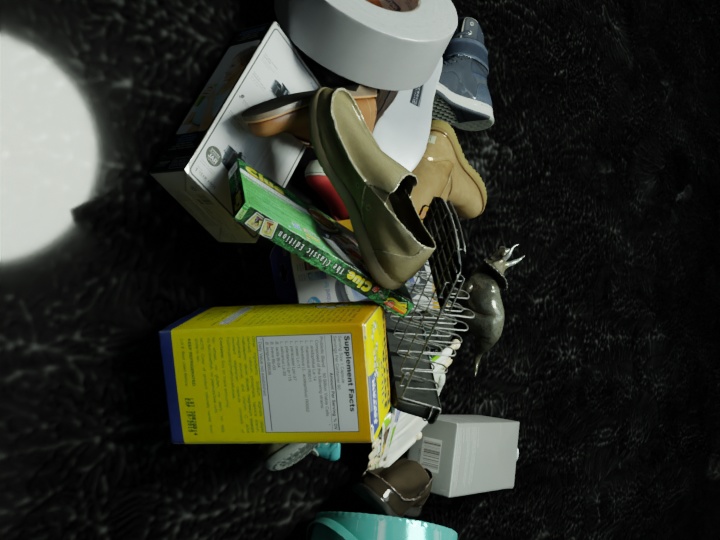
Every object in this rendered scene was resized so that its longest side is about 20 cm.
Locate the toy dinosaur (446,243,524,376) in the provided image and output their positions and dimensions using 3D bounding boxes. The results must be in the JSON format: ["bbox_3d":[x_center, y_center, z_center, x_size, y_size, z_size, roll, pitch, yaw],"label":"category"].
[{"bbox_3d":[0.179,0.059,1.137,0.076,0.101,0.204,9,84,-50],"label":"toy dinosaur"}]

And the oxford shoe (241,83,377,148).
[{"bbox_3d":[-0.042,-0.152,0.785,0.199,0.070,0.073,-22,113,-50],"label":"oxford shoe"}]

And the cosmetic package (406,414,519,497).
[{"bbox_3d":[0.158,0.273,1.137,0.199,0.089,0.109,17,79,-53],"label":"cosmetic package"}]

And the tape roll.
[{"bbox_3d":[0.007,-0.291,0.838,0.197,0.067,0.203,16,45,-17],"label":"tape roll"}]

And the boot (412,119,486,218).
[{"bbox_3d":[0.086,-0.063,0.968,0.176,0.065,0.202,51,52,-39],"label":"boot"}]

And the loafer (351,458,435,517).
[{"bbox_3d":[0.047,0.273,0.977,0.072,0.072,0.200,-56,159,-3],"label":"loafer"}]

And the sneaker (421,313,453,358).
[{"bbox_3d":[0.084,0.117,1.042,0.199,0.078,0.077,-31,115,-47],"label":"sneaker"}]

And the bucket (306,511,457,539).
[{"bbox_3d":[0.021,0.366,0.883,0.206,0.204,0.137,35,54,-46],"label":"bucket"}]

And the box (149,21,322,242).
[{"bbox_3d":[-0.118,-0.143,0.791,0.117,0.059,0.202,47,57,-41],"label":"box"}]

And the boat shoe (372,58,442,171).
[{"bbox_3d":[0.043,-0.186,0.918,0.070,0.070,0.203,22,69,-20],"label":"boat shoe"}]

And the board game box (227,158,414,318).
[{"bbox_3d":[-0.038,-0.030,0.731,0.198,0.105,0.024,31,111,-26],"label":"board game box"}]

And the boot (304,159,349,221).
[{"bbox_3d":[-0.008,-0.041,0.928,0.199,0.071,0.147,29,71,-52],"label":"boot"}]

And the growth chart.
[{"bbox_3d":[0.059,0.191,0.980,0.144,0.018,0.202,-26,142,-43],"label":"growth chart"}]

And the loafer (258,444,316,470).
[{"bbox_3d":[-0.047,0.135,0.836,0.200,0.069,0.076,-44,168,-32],"label":"loafer"}]

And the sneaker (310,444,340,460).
[{"bbox_3d":[-0.004,0.145,0.919,0.200,0.079,0.078,-48,163,-31],"label":"sneaker"}]

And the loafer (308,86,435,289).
[{"bbox_3d":[0.015,-0.085,0.712,0.076,0.067,0.203,-25,91,-61],"label":"loafer"}]

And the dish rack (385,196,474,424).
[{"bbox_3d":[0.071,0.034,0.768,0.054,0.155,0.202,10,125,-15],"label":"dish rack"}]

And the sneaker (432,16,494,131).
[{"bbox_3d":[0.108,-0.291,1.057,0.200,0.076,0.149,10,76,-43],"label":"sneaker"}]

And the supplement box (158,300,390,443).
[{"bbox_3d":[-0.077,0.095,0.727,0.110,0.196,0.111,-40,127,-76],"label":"supplement box"}]

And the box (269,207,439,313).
[{"bbox_3d":[0.000,0.000,0.850,0.042,0.196,0.121,-105,-173,-51],"label":"box"}]
